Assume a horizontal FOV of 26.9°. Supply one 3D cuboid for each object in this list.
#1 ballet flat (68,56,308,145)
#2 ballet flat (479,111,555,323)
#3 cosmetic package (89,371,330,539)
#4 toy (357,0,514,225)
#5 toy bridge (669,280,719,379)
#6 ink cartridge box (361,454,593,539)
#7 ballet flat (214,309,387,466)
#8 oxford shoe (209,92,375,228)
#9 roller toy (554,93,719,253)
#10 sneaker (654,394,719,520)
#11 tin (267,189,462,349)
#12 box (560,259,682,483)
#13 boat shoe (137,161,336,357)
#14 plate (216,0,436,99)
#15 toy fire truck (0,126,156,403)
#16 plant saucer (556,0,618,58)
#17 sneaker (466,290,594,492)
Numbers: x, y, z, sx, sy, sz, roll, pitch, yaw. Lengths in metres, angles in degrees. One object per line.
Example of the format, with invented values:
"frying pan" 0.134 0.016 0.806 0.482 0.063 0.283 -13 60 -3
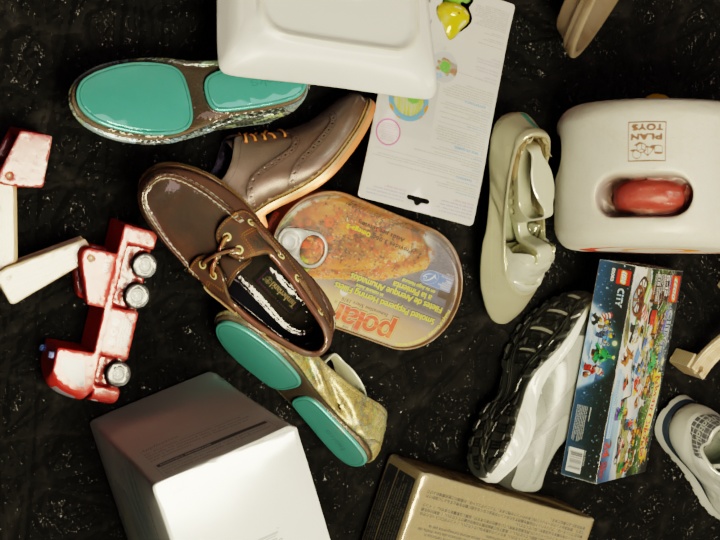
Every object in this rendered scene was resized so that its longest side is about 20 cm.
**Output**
"ballet flat" -0.141 -0.136 1.214 0.198 0.074 0.075 -6 100 -21
"ballet flat" 0.145 -0.040 1.347 0.069 0.069 0.202 -11 112 -23
"cosmetic package" -0.113 0.211 1.205 0.122 0.200 0.201 -21 106 -19
"toy" 0.061 -0.150 1.320 0.114 0.047 0.202 13 88 -23
"toy bridge" 0.385 0.020 1.488 0.027 0.067 0.201 40 81 -25
"ink cartridge box" 0.097 0.275 1.385 0.199 0.075 0.166 19 91 -27
"ballet flat" -0.047 0.086 1.300 0.071 0.071 0.200 -48 113 -11
"oxford shoe" -0.072 -0.093 1.253 0.200 0.071 0.073 -42 108 -14
"roller toy" 0.266 -0.088 1.343 0.181 0.200 0.141 1 89 -28
"sneaker" 0.377 0.207 1.505 0.200 0.080 0.077 40 78 -26
"tin" 0.000 0.000 1.313 0.199 0.042 0.113 22 84 -31
"box" 0.247 0.093 1.411 0.136 0.037 0.202 3 98 -60
"boat shoe" -0.096 -0.008 1.195 0.200 0.070 0.070 40 102 -14
"plate" -0.024 -0.248 1.234 0.199 0.032 0.201 4 73 -27
"toy fire truck" -0.238 -0.002 1.198 0.140 0.049 0.202 13 93 -26
"plant saucer" 0.227 -0.280 1.317 0.029 0.200 0.201 32 82 9
"sneaker" 0.170 0.111 1.394 0.079 0.074 0.201 30 82 -28
